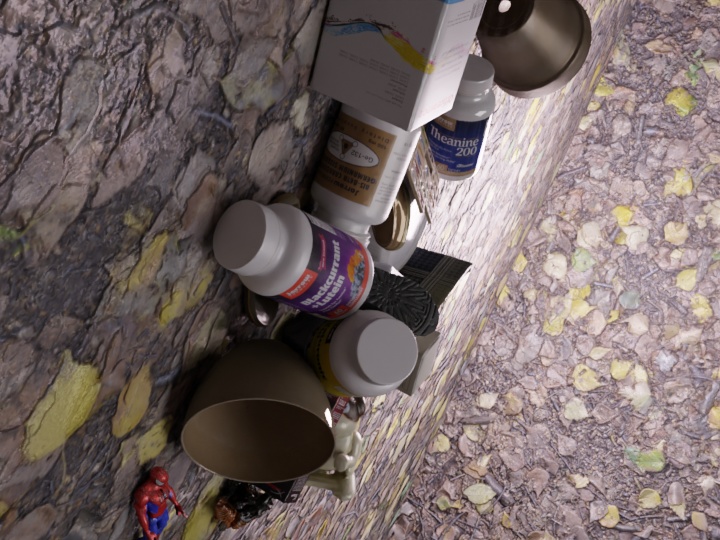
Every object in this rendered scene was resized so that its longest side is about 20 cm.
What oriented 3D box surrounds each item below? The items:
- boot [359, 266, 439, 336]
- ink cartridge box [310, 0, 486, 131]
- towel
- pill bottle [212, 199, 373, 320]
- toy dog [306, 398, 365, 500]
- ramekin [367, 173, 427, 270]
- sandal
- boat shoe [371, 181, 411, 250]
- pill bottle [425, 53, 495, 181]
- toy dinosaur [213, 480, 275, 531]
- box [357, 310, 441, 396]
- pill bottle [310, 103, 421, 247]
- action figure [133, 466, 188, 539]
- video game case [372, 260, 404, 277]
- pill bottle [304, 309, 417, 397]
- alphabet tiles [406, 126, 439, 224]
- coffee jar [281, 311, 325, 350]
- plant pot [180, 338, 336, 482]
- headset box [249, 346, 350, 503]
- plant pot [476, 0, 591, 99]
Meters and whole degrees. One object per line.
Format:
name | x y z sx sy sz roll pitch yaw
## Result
boot | 0.006 0.045 1.308 0.066 0.164 0.200 -62 -167 -18
ink cartridge box | 0.052 -0.297 1.104 0.147 0.145 0.202 -38 149 -56
towel | 0.068 0.016 1.534 0.200 0.191 0.035 -43 142 -49
pill bottle | -0.081 -0.015 1.107 0.199 0.111 0.112 24 92 -51
toy dog | -0.050 0.295 1.682 0.195 0.138 0.201 -65 169 -47
ramekin | 0.043 -0.085 1.475 0.203 0.094 0.203 -54 160 -30
sandal | -0.106 -0.005 1.209 0.080 0.054 0.202 -37 148 -57
boat shoe | 0.025 -0.126 1.335 0.064 0.071 0.202 -13 99 -46
pill bottle | 0.170 -0.262 1.570 0.111 0.110 0.201 -49 158 -40
toy dinosaur | -0.184 0.373 1.475 0.136 0.102 0.200 -47 -175 1
box | 0.025 0.114 1.522 0.078 0.199 0.096 -42 153 -51
pill bottle | -0.004 -0.122 1.245 0.114 0.114 0.202 -16 129 -68
action figure | -0.270 0.327 1.217 0.065 0.051 0.201 -41 150 -44
video game case | 0.000 0.000 1.384 0.200 0.142 0.018 36 69 -73
pill bottle | 0.002 0.109 1.199 0.112 0.111 0.200 -59 -168 -16
alphabet tiles | 0.087 -0.172 1.378 0.201 0.007 0.169 -73 147 -60
coffee jar | -0.081 0.152 1.458 0.104 0.085 0.201 -45 156 -42
plant pot | -0.131 0.171 1.214 0.201 0.198 0.135 96 -6 -48
headset box | -0.116 0.211 1.330 0.201 0.148 0.075 -61 166 -7
plant pot | 0.279 -0.422 1.581 0.173 0.199 0.202 22 94 -57
